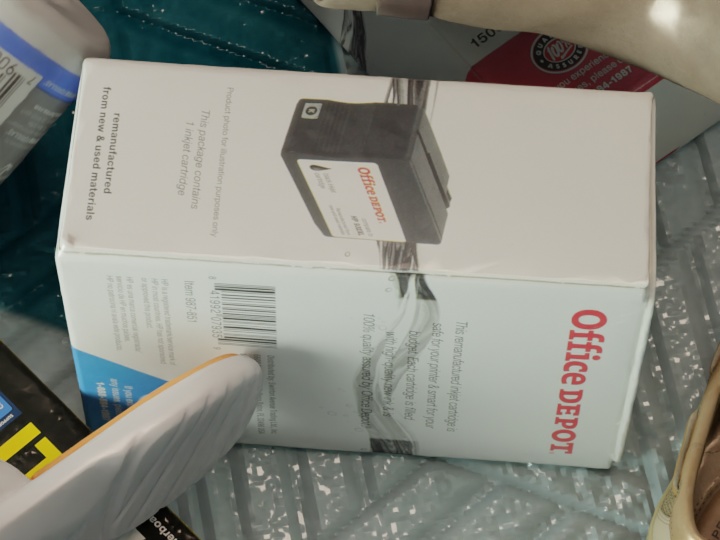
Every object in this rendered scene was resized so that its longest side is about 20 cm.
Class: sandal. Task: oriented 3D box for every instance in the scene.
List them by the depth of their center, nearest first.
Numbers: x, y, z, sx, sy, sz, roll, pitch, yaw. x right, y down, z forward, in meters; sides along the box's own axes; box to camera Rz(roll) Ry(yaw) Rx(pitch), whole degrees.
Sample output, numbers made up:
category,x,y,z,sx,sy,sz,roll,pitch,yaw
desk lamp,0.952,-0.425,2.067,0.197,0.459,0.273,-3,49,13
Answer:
category,x,y,z,sx,sy,sz,roll,pitch,yaw
sandal,-0.126,0.080,0.940,0.207,0.079,0.059,-34,66,-25

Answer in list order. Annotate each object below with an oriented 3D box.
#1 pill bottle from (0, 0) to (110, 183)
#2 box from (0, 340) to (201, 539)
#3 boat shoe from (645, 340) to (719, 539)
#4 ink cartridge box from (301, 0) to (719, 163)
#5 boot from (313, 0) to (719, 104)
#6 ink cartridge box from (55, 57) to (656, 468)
category,x,y,z,sx,sy,sz,roll,pitch,yaw
pill bottle,-0.193,-0.042,0.987,0.200,0.114,0.114,-47,69,6
box,-0.142,0.125,0.981,0.160,0.049,0.200,-39,69,-21
boat shoe,0.166,0.035,1.020,0.071,0.065,0.200,22,64,11
ink cartridge box,0.061,-0.131,1.098,0.146,0.083,0.200,-35,68,-17
boot,0.057,-0.103,0.962,0.146,0.070,0.200,-1,23,-20
ink cartridge box,0.000,0.000,0.992,0.200,0.145,0.084,4,61,1
